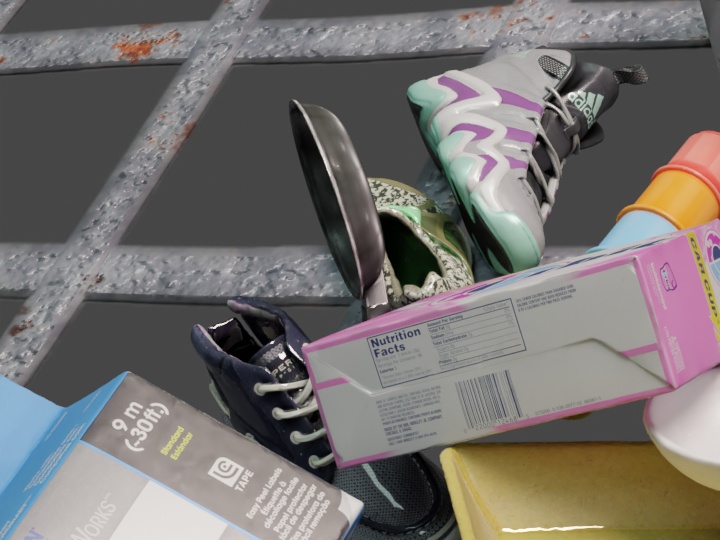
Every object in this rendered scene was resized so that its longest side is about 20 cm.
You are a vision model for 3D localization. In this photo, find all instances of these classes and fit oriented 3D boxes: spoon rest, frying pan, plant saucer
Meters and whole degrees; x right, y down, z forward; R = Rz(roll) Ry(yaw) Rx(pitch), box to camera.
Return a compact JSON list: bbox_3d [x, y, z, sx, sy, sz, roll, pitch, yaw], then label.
[{"bbox_3d":[0.231,0.072,0.951,0.199,0.061,0.099,5,24,3],"label":"spoon rest"},{"bbox_3d":[0.000,-0.006,1.108,0.031,0.115,0.191,-20,75,-7],"label":"frying pan"},{"bbox_3d":[0.143,0.144,0.914,0.199,0.049,0.200,0,24,-6],"label":"plant saucer"}]

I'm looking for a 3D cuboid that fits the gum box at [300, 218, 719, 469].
[{"bbox_3d":[0.078,0.037,1.014,0.199,0.066,0.113,-16,2,31],"label":"gum box"}]

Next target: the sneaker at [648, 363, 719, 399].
[{"bbox_3d":[0.237,0.030,1.055,0.200,0.076,0.092,-31,44,3],"label":"sneaker"}]

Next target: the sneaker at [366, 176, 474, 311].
[{"bbox_3d":[0.028,-0.014,1.195,0.077,0.089,0.200,-26,37,-3],"label":"sneaker"}]

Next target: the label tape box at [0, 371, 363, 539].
[{"bbox_3d":[-0.120,0.128,0.965,0.199,0.063,0.144,28,50,6],"label":"label tape box"}]

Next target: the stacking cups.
[{"bbox_3d":[0.152,-0.003,1.149,0.060,0.061,0.200,9,44,36],"label":"stacking cups"}]

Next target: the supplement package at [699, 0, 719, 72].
[{"bbox_3d":[0.312,-0.183,1.197,0.199,0.152,0.151,-26,37,-3],"label":"supplement package"}]

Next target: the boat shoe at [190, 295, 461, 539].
[{"bbox_3d":[-0.023,0.085,1.098,0.075,0.093,0.200,-39,39,-20],"label":"boat shoe"}]

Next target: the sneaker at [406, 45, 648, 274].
[{"bbox_3d":[0.114,-0.084,1.244,0.139,0.078,0.200,-24,37,1],"label":"sneaker"}]
